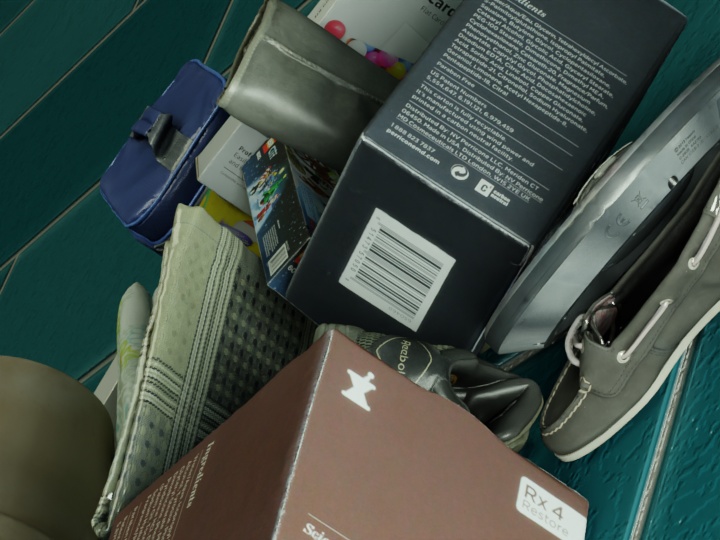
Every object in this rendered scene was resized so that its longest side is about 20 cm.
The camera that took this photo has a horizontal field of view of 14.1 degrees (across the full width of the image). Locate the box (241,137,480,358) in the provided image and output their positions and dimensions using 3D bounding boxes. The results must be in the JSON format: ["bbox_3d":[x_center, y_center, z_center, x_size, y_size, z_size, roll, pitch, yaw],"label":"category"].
[{"bbox_3d":[0.000,0.000,1.685,0.038,0.136,0.200,-48,19,12],"label":"box"}]

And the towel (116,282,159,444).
[{"bbox_3d":[-0.133,0.119,1.838,0.200,0.048,0.172,-104,12,-67],"label":"towel"}]

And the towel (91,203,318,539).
[{"bbox_3d":[-0.077,0.086,1.625,0.034,0.192,0.201,1,67,32],"label":"towel"}]

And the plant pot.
[{"bbox_3d":[-0.234,0.158,1.848,0.200,0.199,0.174,-36,29,48],"label":"plant pot"}]

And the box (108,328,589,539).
[{"bbox_3d":[-0.022,0.172,1.389,0.200,0.166,0.165,-42,22,40],"label":"box"}]

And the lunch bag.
[{"bbox_3d":[-0.110,-0.068,2.114,0.136,0.132,0.200,-56,17,0],"label":"lunch bag"}]

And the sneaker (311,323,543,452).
[{"bbox_3d":[0.034,0.107,1.481,0.200,0.113,0.077,86,-167,-47],"label":"sneaker"}]

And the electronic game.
[{"bbox_3d":[0.132,-0.035,1.444,0.200,0.042,0.200,-46,-8,-8],"label":"electronic game"}]

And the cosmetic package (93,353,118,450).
[{"bbox_3d":[-0.178,0.161,1.972,0.201,0.082,0.051,-59,18,-12],"label":"cosmetic package"}]

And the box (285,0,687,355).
[{"bbox_3d":[0.067,-0.060,1.543,0.200,0.107,0.149,-55,-5,-38],"label":"box"}]

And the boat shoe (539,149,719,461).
[{"bbox_3d":[0.142,0.011,1.418,0.200,0.057,0.067,-47,19,27],"label":"boat shoe"}]

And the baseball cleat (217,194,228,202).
[{"bbox_3d":[0.006,-0.082,1.847,0.199,0.107,0.070,-34,25,7],"label":"baseball cleat"}]

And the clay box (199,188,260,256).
[{"bbox_3d":[-0.057,0.003,1.832,0.048,0.114,0.200,-62,7,19],"label":"clay box"}]

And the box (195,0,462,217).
[{"bbox_3d":[0.019,-0.095,1.777,0.200,0.156,0.041,-50,19,16],"label":"box"}]

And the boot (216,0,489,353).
[{"bbox_3d":[0.011,-0.058,1.654,0.073,0.199,0.182,-47,19,28],"label":"boot"}]
